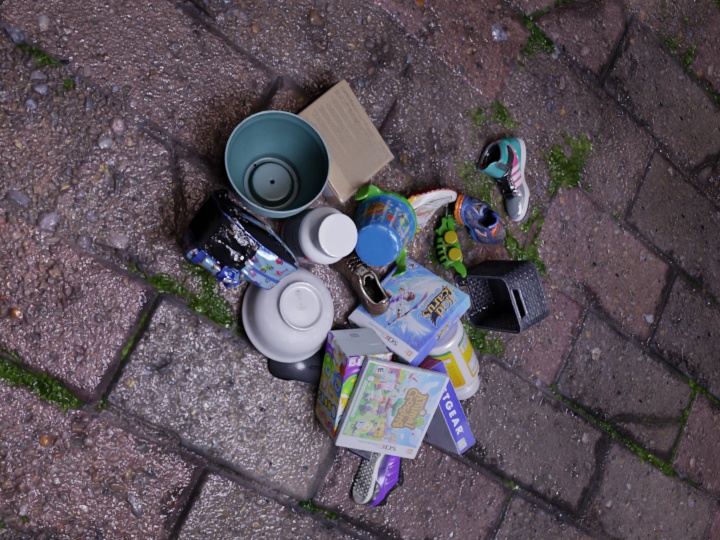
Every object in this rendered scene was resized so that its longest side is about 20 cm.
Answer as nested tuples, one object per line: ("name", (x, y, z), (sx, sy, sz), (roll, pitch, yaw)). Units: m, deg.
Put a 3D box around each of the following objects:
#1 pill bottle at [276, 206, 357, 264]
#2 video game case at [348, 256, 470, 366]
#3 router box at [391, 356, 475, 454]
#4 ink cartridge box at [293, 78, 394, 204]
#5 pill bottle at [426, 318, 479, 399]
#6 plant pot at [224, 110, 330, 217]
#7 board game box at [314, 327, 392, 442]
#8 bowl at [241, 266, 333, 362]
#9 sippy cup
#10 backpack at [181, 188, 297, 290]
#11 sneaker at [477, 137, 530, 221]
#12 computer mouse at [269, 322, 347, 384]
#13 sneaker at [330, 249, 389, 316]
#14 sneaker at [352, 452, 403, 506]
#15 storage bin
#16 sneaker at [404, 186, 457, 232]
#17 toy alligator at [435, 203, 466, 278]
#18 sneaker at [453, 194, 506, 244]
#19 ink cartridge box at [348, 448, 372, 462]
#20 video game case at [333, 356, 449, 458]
("pill bottle", (-0.084, -0.068, 1.442), (0.109, 0.199, 0.112), (-1, 92, -26))
("video game case", (0.104, 0.087, 1.561), (0.200, 0.180, 0.046), (-46, 149, -19))
("router box", (0.146, 0.281, 1.579), (0.049, 0.179, 0.202), (-28, 103, -24))
("ink cartridge box", (-0.050, -0.267, 1.527), (0.164, 0.075, 0.201), (-41, 109, -19))
("pill bottle", (0.199, 0.195, 1.619), (0.113, 0.112, 0.201), (-46, 132, -19))
("plant pot", (-0.167, -0.189, 1.420), (0.197, 0.134, 0.203), (3, 76, -12))
("board game box", (-0.017, 0.233, 1.493), (0.104, 0.103, 0.202), (-3, 117, -27))
("bowl", (-0.131, 0.078, 1.460), (0.199, 0.090, 0.204), (6, 76, -25))
("sippy cup", (0.044, -0.078, 1.517), (0.177, 0.131, 0.140), (31, 121, -5))
("backpack", (-0.223, -0.038, 1.386), (0.199, 0.183, 0.135), (38, 93, -27))
("sneaker", (0.335, -0.219, 1.719), (0.119, 0.083, 0.203), (1, 83, -32))
("computer mouse", (-0.087, 0.174, 1.530), (0.198, 0.046, 0.142), (16, 85, -26))
("sneaker", (0.000, 0.000, 1.526), (0.070, 0.076, 0.201), (-34, 83, -23))
("sneaker", (0.061, 0.424, 1.605), (0.099, 0.069, 0.202), (30, 82, -31))
("storage bin", (0.318, 0.056, 1.651), (0.093, 0.199, 0.137), (-25, 102, -25))
("sneaker", (0.128, -0.133, 1.628), (0.198, 0.078, 0.083), (-22, 105, -16))
("toy alligator", (0.195, -0.076, 1.672), (0.054, 0.059, 0.203), (-15, 80, 8))
("sneaker", (0.289, -0.108, 1.682), (0.199, 0.078, 0.076), (27, 82, -49))
("ink cartridge box", (0.033, 0.302, 1.567), (0.037, 0.094, 0.203), (21, 81, -30))
("video game case", (0.062, 0.278, 1.457), (0.180, 0.022, 0.202), (14, 109, -19))
